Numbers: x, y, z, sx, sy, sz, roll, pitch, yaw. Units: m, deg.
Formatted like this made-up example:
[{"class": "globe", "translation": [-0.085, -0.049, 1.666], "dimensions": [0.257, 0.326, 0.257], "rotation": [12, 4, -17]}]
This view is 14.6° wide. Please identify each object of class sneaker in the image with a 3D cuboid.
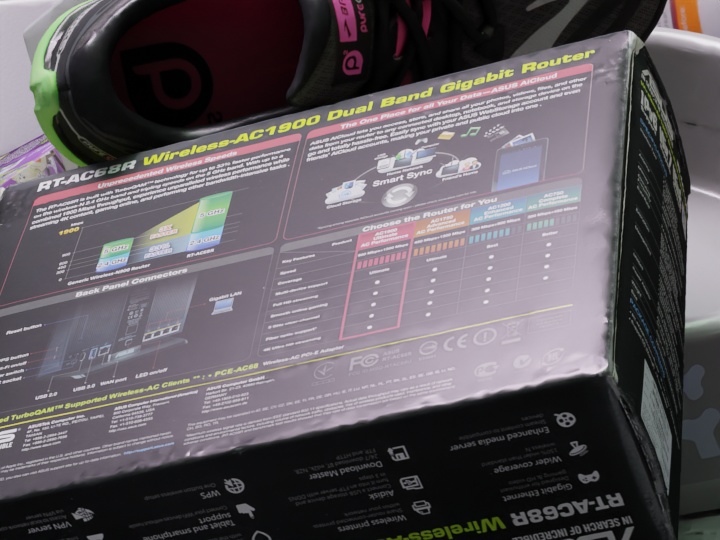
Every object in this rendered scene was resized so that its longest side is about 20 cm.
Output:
[{"class": "sneaker", "translation": [0.002, -0.066, 0.827], "dimensions": [0.199, 0.077, 0.084], "rotation": [-17, 5, -6]}]

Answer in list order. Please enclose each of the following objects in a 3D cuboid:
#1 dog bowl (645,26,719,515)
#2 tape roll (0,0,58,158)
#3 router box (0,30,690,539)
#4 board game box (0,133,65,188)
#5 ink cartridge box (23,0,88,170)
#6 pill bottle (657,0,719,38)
[{"class": "dog bowl", "translation": [0.075, -0.009, 0.874], "dimensions": [0.199, 0.059, 0.201], "rotation": [-1, 35, 1]}, {"class": "tape roll", "translation": [-0.176, -0.084, 1.296], "dimensions": [0.201, 0.071, 0.202], "rotation": [-5, 2, 0]}, {"class": "router box", "translation": [-0.014, 0.021, 0.746], "dimensions": [0.199, 0.062, 0.150], "rotation": [-12, 35, 17]}, {"class": "board game box", "translation": [-0.158, -0.018, 1.102], "dimensions": [0.120, 0.032, 0.200], "rotation": [-30, 7, 20]}, {"class": "ink cartridge box", "translation": [-0.006, -0.096, 0.995], "dimensions": [0.145, 0.083, 0.200], "rotation": [-15, -8, -36]}, {"class": "pill bottle", "translation": [0.107, -0.100, 1.200], "dimensions": [0.199, 0.115, 0.114], "rotation": [-7, 9, 42]}]
